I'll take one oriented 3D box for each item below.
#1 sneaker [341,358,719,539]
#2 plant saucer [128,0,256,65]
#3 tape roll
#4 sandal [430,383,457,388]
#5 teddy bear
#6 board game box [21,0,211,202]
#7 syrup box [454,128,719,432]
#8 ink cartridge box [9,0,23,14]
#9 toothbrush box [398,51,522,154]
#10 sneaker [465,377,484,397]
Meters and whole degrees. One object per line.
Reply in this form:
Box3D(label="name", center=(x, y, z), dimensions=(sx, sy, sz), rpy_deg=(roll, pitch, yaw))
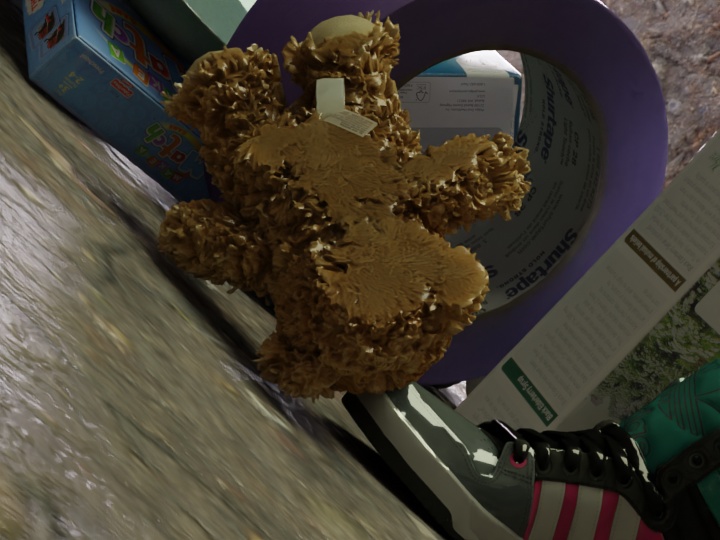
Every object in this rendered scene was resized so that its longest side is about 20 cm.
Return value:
Box3D(label="sneaker", center=(0.097, 0.075, 1.154), dimensions=(0.200, 0.121, 0.084), rpy_deg=(40, 5, -23))
Box3D(label="plant saucer", center=(-0.079, -0.145, 1.385), dimensions=(0.201, 0.039, 0.201), rpy_deg=(44, 21, -22))
Box3D(label="tape roll", center=(0.034, -0.055, 1.311), dimensions=(0.200, 0.200, 0.085), rpy_deg=(39, 6, -36))
Box3D(label="sandal", center=(0.000, 0.000, 1.452), dimensions=(0.200, 0.054, 0.081), rpy_deg=(61, 4, -48))
Box3D(label="teddy bear", center=(-0.010, -0.026, 1.138), dimensions=(0.200, 0.145, 0.067), rpy_deg=(47, -26, 37))
Box3D(label="board game box", center=(-0.102, -0.115, 1.393), dimensions=(0.151, 0.037, 0.200), rpy_deg=(40, 21, -32))
Box3D(label="syrup box", center=(0.130, 0.040, 1.253), dimensions=(0.079, 0.200, 0.081), rpy_deg=(41, 6, -26))
Box3D(label="ink cartridge box", center=(-0.165, -0.155, 1.518), dimensions=(0.200, 0.042, 0.119), rpy_deg=(42, 5, 20))
Box3D(label="toothbrush box", center=(-0.007, -0.094, 1.591), dimensions=(0.146, 0.086, 0.200), rpy_deg=(-1, 19, -13))
Box3D(label="sneaker", center=(0.093, 0.071, 1.551), dimensions=(0.080, 0.077, 0.200), rpy_deg=(19, -3, 28))
